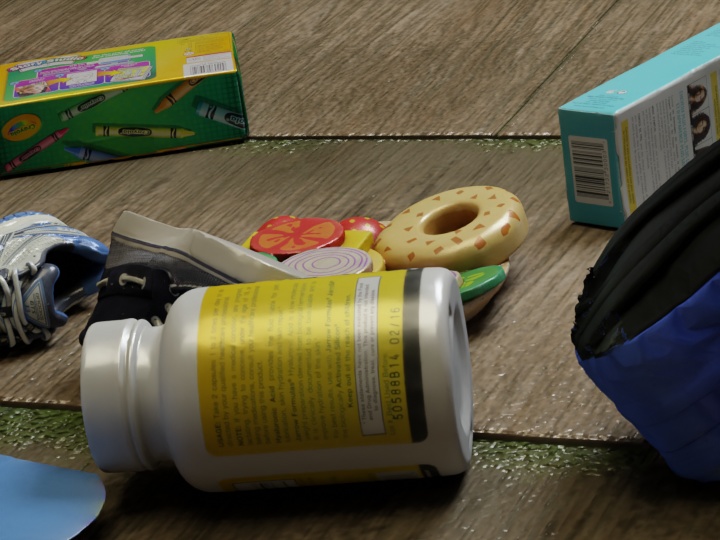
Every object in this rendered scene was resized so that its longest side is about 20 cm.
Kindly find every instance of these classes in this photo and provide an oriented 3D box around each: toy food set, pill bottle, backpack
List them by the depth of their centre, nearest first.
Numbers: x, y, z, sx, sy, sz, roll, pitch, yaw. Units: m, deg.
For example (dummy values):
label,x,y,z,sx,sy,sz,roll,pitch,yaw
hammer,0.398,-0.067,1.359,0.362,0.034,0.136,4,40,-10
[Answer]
label,x,y,z,sx,sy,sz,roll,pitch,yaw
backpack,0.216,0.020,1.288,0.200,0.168,0.163,-36,9,19
pill bottle,-0.044,0.061,1.341,0.199,0.112,0.111,-5,21,8
toy food set,0.000,0.000,1.569,0.199,0.049,0.198,0,23,19

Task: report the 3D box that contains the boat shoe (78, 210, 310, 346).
label,x,y,z,sx,sy,sz,roll,pitch,yaw
boat shoe,-0.098,0.026,1.462,0.074,0.093,0.200,22,-3,-27

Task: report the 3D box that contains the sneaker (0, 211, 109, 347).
label,x,y,z,sx,sy,sz,roll,pitch,yaw
sneaker,-0.232,0.014,1.584,0.085,0.078,0.200,12,29,33

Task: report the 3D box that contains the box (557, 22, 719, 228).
label,x,y,z,sx,sy,sz,roll,pitch,yaw
box,0.214,-0.102,1.705,0.049,0.083,0.200,10,27,40

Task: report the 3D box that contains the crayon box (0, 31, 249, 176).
label,x,y,z,sx,sy,sz,roll,pitch,yaw
crayon box,-0.190,-0.132,1.963,0.199,0.059,0.119,-9,21,-2

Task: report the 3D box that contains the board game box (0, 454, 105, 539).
label,x,y,z,sx,sy,sz,roll,pitch,yaw
board game box,-0.229,0.141,1.311,0.199,0.039,0.158,8,20,30
